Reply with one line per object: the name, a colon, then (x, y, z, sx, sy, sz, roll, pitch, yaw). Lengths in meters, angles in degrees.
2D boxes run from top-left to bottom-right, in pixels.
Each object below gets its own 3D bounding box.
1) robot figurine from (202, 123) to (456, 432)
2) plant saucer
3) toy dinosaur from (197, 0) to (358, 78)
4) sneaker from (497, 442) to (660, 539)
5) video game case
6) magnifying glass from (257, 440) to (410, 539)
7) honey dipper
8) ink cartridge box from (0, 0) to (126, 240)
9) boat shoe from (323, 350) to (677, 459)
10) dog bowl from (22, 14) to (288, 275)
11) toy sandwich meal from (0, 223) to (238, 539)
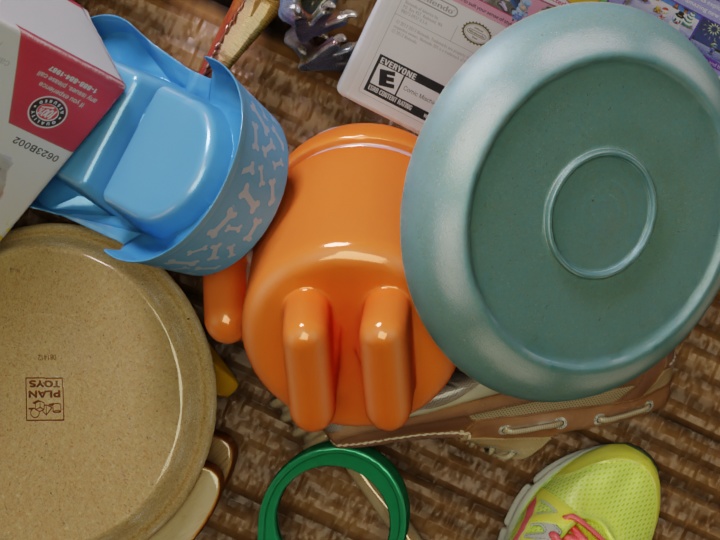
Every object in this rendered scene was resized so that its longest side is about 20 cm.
robot figurine: (-0.002, 0.000, 1.279, 0.144, 0.200, 0.117, -36, 114, 26)
plant saucer: (0.112, -0.029, 1.210, 0.199, 0.027, 0.201, -8, 107, -26)
toy dinosaur: (-0.037, -0.206, 1.320, 0.199, 0.105, 0.183, -18, 70, 16)
sneaker: (0.098, 0.174, 1.306, 0.078, 0.090, 0.200, 41, 77, -7)
video game case: (0.111, -0.123, 1.262, 0.199, 0.022, 0.183, 27, 120, 0)
magnifying glass: (-0.041, 0.181, 1.345, 0.079, 0.022, 0.201, 30, 103, 0)
honey dipper: (0.022, 0.142, 1.354, 0.038, 0.038, 0.200, -35, 94, 4)
ink cartridge box: (-0.242, -0.070, 1.279, 0.200, 0.145, 0.084, -48, 44, 17)
boat shoe: (0.077, 0.069, 1.319, 0.199, 0.076, 0.072, -12, 117, -2)
dog bowl: (-0.110, -0.062, 1.288, 0.049, 0.200, 0.112, 28, 89, -42)
toy sandwich meal: (-0.155, 0.073, 1.346, 0.204, 0.070, 0.207, 0, 90, 14)
